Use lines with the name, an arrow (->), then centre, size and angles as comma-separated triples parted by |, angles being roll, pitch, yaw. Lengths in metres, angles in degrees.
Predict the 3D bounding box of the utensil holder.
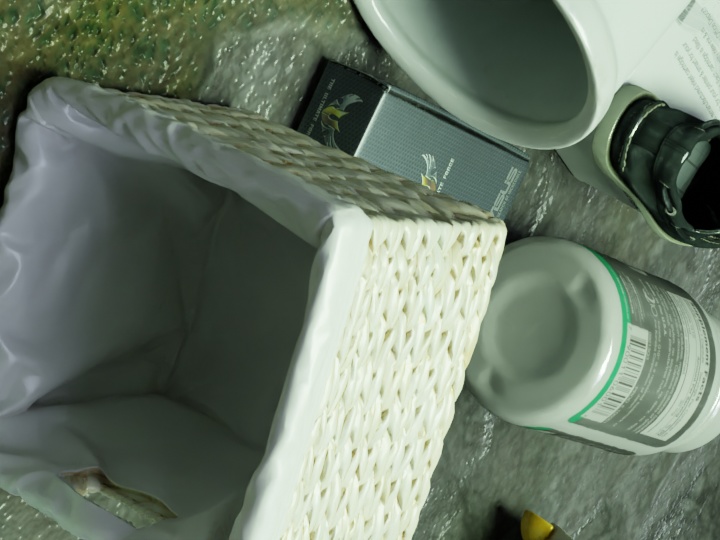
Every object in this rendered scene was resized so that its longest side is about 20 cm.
utensil holder -> 0.112, -0.193, 1.319 | 0.200, 0.169, 0.171 | -49, 142, -25

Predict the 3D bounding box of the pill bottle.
pill bottle -> 0.153, 0.053, 1.551 | 0.200, 0.113, 0.114 | 20, 95, -55

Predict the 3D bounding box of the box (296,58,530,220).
box -> 0.000, 0.000, 1.390 | 0.157, 0.051, 0.201 | 22, 94, -53

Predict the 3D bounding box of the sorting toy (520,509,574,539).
sorting toy -> 0.100, 0.265, 1.651 | 0.180, 0.107, 0.200 | -46, 154, -3

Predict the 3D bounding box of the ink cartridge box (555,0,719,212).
ink cartridge box -> 0.188, -0.151, 1.507 | 0.201, 0.083, 0.144 | -57, 145, -10

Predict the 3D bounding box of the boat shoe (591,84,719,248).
boat shoe -> 0.206, -0.050, 1.466 | 0.075, 0.066, 0.199 | -59, 145, -4

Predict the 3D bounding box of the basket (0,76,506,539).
basket -> -0.063, 0.028, 1.207 | 0.160, 0.197, 0.202 | -4, 114, -55
